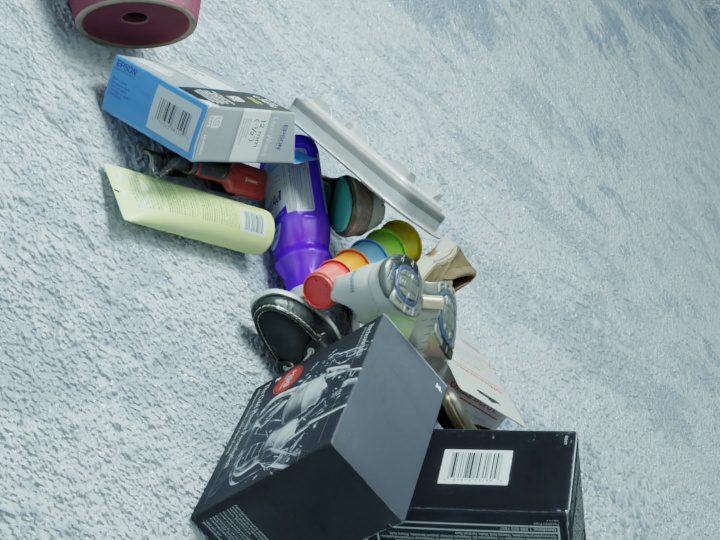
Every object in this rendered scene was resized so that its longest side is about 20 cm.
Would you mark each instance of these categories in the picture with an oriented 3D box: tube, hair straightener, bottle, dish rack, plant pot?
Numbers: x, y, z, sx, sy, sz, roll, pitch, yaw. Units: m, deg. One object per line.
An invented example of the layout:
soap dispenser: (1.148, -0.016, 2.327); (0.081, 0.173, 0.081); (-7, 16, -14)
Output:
tube: (-0.176, -0.060, 1.339); (0.199, 0.058, 0.052); (16, 87, -47)
hair straightener: (-0.173, -0.100, 1.364); (0.200, 0.076, 0.041); (-3, 102, -67)
bottle: (-0.069, -0.051, 1.450); (0.065, 0.084, 0.202); (0, 62, -19)
dish rack: (0.011, -0.121, 1.445); (0.200, 0.044, 0.171); (41, 6, 23)
plant pot: (-0.238, -0.340, 1.361); (0.199, 0.199, 0.181); (12, 70, -52)

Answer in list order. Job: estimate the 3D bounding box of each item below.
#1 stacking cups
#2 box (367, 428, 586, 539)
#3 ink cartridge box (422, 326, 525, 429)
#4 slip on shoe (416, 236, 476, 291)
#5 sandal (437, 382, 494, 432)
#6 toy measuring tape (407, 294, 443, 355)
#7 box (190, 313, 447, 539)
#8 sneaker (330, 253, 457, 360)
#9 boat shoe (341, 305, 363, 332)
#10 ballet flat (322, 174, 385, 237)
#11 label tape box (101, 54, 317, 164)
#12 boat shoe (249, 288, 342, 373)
stacking cups: (0.000, 0.000, 1.418); (0.061, 0.060, 0.200); (59, 34, -2)
box: (0.118, 0.267, 1.279); (0.124, 0.198, 0.200); (-68, 153, -55)
ink cartridge box: (0.100, 0.124, 1.491); (0.117, 0.067, 0.200); (33, 15, -30)
slip on shoe: (0.079, 0.022, 1.488); (0.061, 0.076, 0.200); (41, 26, 4)
sandal: (0.131, 0.183, 1.351); (0.201, 0.054, 0.082); (59, -14, -27)
toy measuring tape: (0.041, 0.083, 1.311); (0.073, 0.201, 0.074); (10, 39, -9)
box: (-0.035, 0.167, 1.218); (0.104, 0.181, 0.200); (49, 31, -17)
sneaker: (0.042, 0.038, 1.358); (0.200, 0.086, 0.075); (43, 49, -50)
boat shoe: (0.014, 0.037, 1.518); (0.071, 0.063, 0.201); (43, 35, -23)
ballet flat: (-0.009, -0.077, 1.486); (0.067, 0.069, 0.200); (10, 11, -18)
label tape box: (-0.149, -0.167, 1.369); (0.143, 0.067, 0.199); (30, 21, 31)
boat shoe: (-0.045, 0.103, 1.364); (0.200, 0.075, 0.061); (45, 27, -23)
